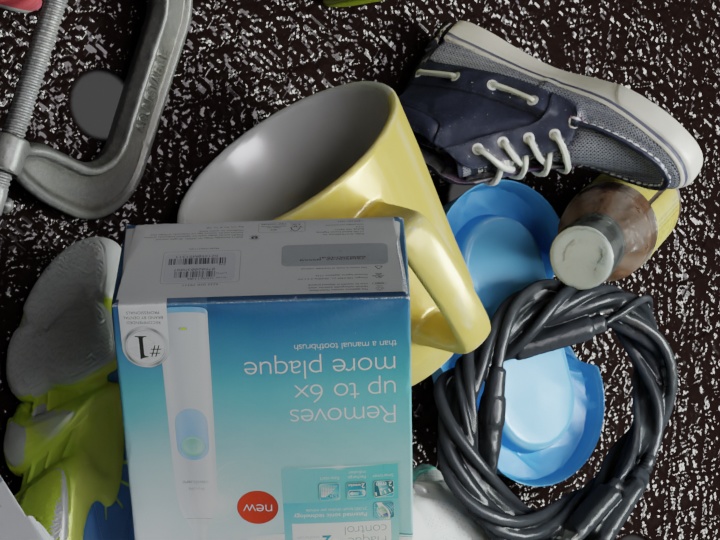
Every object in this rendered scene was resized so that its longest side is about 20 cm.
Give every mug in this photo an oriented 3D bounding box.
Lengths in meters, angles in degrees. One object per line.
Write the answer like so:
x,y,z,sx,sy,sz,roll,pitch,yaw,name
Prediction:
-0.007,0.001,1.155,0.153,0.149,0.187,58,13,-25,mug

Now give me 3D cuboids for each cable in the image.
0.126,0.087,1.250,0.163,0.051,0.200,44,66,-17,cable

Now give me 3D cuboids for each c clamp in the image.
-0.163,-0.114,1.104,0.171,0.027,0.200,34,72,-49,c clamp

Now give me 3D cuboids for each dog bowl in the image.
0.091,0.042,1.283,0.111,0.050,0.200,-17,94,-35,dog bowl

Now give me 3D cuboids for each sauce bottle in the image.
0.163,-0.029,1.274,0.200,0.065,0.065,-29,104,-68,sauce bottle

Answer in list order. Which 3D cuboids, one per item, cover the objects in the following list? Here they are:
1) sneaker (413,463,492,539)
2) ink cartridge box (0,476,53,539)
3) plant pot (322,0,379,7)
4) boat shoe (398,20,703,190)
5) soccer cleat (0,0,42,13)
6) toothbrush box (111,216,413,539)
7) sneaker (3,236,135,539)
0.027,0.155,1.216,0.200,0.075,0.089,37,54,-42,sneaker
-0.215,0.222,0.976,0.200,0.084,0.176,-33,63,-10,ink cartridge box
0.011,-0.272,1.178,0.181,0.200,0.199,30,69,-37,plant pot
0.109,-0.080,1.242,0.093,0.200,0.075,-51,151,-22,boat shoe
-0.189,-0.244,1.120,0.073,0.068,0.200,34,65,-48,soccer cleat
-0.046,0.079,1.014,0.146,0.085,0.200,-1,121,0,toothbrush box
-0.147,0.087,1.114,0.105,0.076,0.200,26,69,-49,sneaker
